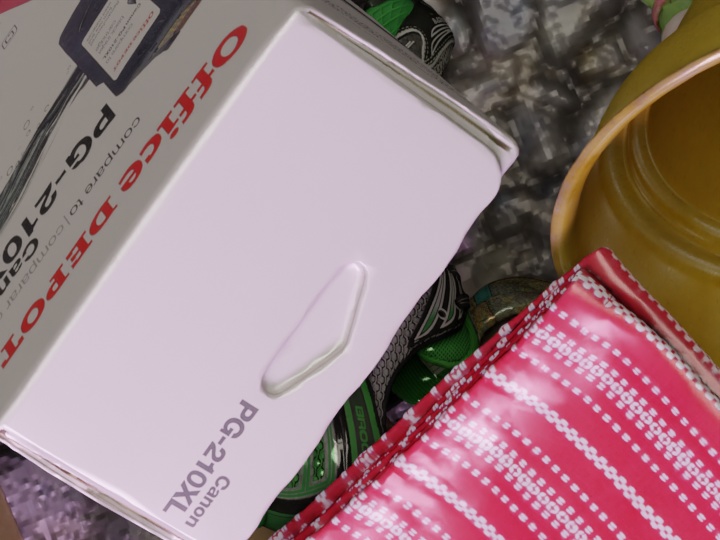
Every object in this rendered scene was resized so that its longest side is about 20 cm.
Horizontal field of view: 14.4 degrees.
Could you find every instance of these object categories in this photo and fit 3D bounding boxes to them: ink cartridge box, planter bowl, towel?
[{"bbox_3d":[-0.057,-0.028,0.839,0.084,0.200,0.145,33,97,-28],"label":"ink cartridge box"},{"bbox_3d":[0.150,-0.048,0.792,0.199,0.201,0.084,-6,57,8],"label":"planter bowl"},{"bbox_3d":[0.050,0.105,0.816,0.145,0.022,0.200,48,123,4],"label":"towel"}]

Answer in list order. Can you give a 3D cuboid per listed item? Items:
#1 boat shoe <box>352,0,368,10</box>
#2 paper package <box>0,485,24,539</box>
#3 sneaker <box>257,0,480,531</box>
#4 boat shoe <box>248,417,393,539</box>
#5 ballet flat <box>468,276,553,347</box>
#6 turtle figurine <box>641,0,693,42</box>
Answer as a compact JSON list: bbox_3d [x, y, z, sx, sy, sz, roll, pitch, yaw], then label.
[{"bbox_3d":[0.000,-0.122,0.959,0.200,0.057,0.067,-39,81,3],"label":"boat shoe"},{"bbox_3d":[-0.200,0.092,0.895,0.103,0.200,0.192,-18,79,-38],"label":"paper package"},{"bbox_3d":[0.000,0.000,0.924,0.085,0.078,0.201,17,62,-3],"label":"sneaker"},{"bbox_3d":[-0.033,0.130,0.915,0.064,0.071,0.201,20,70,29],"label":"boat shoe"},{"bbox_3d":[0.097,0.085,0.924,0.071,0.071,0.200,-39,81,3],"label":"ballet flat"},{"bbox_3d":[0.151,-0.120,0.880,0.193,0.200,0.145,12,56,-13],"label":"turtle figurine"}]
